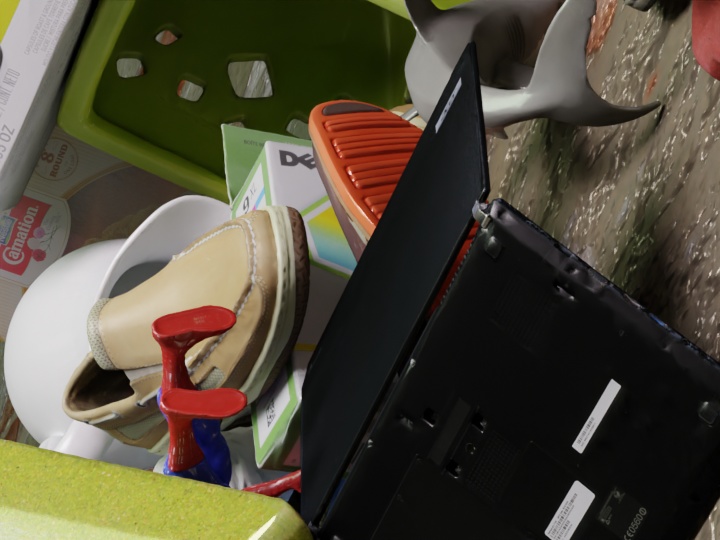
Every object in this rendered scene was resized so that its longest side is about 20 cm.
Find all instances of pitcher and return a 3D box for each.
[{"bbox_3d":[-0.129,0.057,1.448,0.172,0.121,0.200,-53,7,-20],"label":"pitcher"}]

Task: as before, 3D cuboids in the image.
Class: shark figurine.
[{"bbox_3d":[0.046,-0.102,1.255,0.215,0.128,0.090,-113,1,-76],"label":"shark figurine"}]

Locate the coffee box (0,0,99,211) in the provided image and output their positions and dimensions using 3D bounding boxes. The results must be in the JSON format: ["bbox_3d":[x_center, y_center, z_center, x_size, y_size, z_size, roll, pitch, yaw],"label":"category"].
[{"bbox_3d":[-0.237,-0.160,1.479,0.200,0.197,0.201,-108,43,-86],"label":"coffee box"}]

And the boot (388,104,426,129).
[{"bbox_3d":[-0.015,0.026,1.447,0.200,0.073,0.156,-47,20,46],"label":"boot"}]

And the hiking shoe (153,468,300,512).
[{"bbox_3d":[-0.096,0.178,1.518,0.076,0.100,0.201,122,162,-48],"label":"hiking shoe"}]

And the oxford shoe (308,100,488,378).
[{"bbox_3d":[0.024,0.009,1.207,0.200,0.071,0.073,60,140,35],"label":"oxford shoe"}]

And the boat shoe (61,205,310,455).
[{"bbox_3d":[-0.084,0.031,1.250,0.200,0.076,0.072,127,145,-54],"label":"boat shoe"}]

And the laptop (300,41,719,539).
[{"bbox_3d":[0.057,0.046,1.091,0.103,0.200,0.178,-24,-34,-54],"label":"laptop"}]

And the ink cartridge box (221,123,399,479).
[{"bbox_3d":[0.000,0.000,1.295,0.059,0.103,0.201,121,150,-46],"label":"ink cartridge box"}]

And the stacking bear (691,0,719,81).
[{"bbox_3d":[0.082,-0.170,1.077,0.121,0.199,0.114,132,153,-58],"label":"stacking bear"}]

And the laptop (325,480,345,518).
[{"bbox_3d":[-0.048,0.142,1.367,0.187,0.199,0.117,159,94,-73],"label":"laptop"}]

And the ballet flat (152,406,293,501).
[{"bbox_3d":[-0.059,0.099,1.370,0.200,0.069,0.070,-72,3,-82],"label":"ballet flat"}]

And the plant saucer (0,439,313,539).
[{"bbox_3d":[-0.087,0.176,1.174,0.199,0.201,0.048,8,34,39],"label":"plant saucer"}]

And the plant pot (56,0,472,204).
[{"bbox_3d":[-0.025,-0.156,1.504,0.199,0.199,0.182,124,167,-48],"label":"plant pot"}]

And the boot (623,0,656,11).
[{"bbox_3d":[0.072,-0.204,1.255,0.204,0.153,0.074,-87,21,-49],"label":"boot"}]

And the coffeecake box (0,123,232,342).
[{"bbox_3d":[-0.124,-0.015,1.673,0.073,0.199,0.154,-93,26,-57],"label":"coffeecake box"}]

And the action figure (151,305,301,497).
[{"bbox_3d":[-0.038,0.099,1.191,0.201,0.098,0.066,95,171,-50],"label":"action figure"}]
